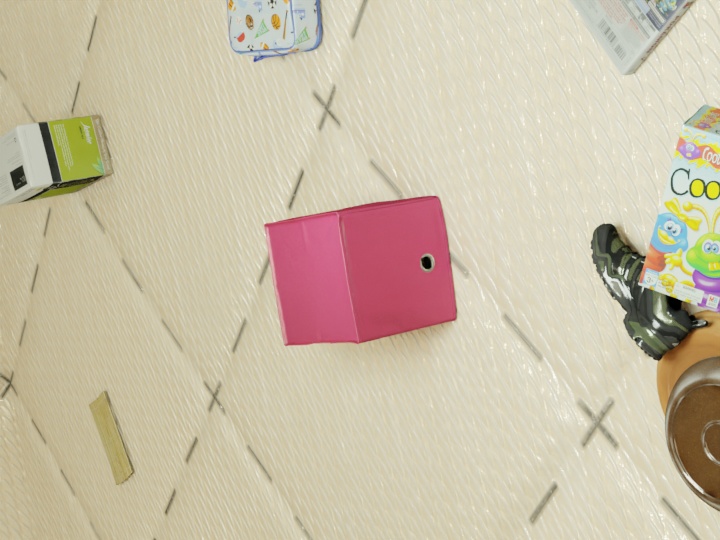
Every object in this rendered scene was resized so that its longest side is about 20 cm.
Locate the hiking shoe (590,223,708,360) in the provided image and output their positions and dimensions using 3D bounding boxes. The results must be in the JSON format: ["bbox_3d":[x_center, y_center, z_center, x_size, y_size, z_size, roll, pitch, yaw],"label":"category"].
[{"bbox_3d":[0.364,0.013,1.636,0.100,0.076,0.201,-32,57,17],"label":"hiking shoe"}]

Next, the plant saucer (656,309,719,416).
[{"bbox_3d":[0.440,0.149,1.593,0.199,0.037,0.202,17,112,49],"label":"plant saucer"}]

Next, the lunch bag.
[{"bbox_3d":[-0.147,-0.429,2.147,0.199,0.075,0.162,8,108,49],"label":"lunch bag"}]

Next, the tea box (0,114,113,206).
[{"bbox_3d":[-0.661,-0.231,2.742,0.199,0.196,0.135,-15,88,51],"label":"tea box"}]

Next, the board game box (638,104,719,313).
[{"bbox_3d":[0.407,-0.072,1.500,0.102,0.105,0.202,20,118,21],"label":"board game box"}]

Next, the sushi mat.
[{"bbox_3d":[-0.562,0.379,2.928,0.096,0.012,0.201,-36,72,48],"label":"sushi mat"}]

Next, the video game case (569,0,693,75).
[{"bbox_3d":[0.329,-0.377,1.605,0.201,0.023,0.183,61,139,22],"label":"video game case"}]

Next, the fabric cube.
[{"bbox_3d":[0.000,0.000,1.974,0.199,0.198,0.198,-4,95,51],"label":"fabric cube"}]

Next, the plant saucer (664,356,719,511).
[{"bbox_3d":[0.439,0.204,1.555,0.199,0.032,0.202,18,113,49],"label":"plant saucer"}]
